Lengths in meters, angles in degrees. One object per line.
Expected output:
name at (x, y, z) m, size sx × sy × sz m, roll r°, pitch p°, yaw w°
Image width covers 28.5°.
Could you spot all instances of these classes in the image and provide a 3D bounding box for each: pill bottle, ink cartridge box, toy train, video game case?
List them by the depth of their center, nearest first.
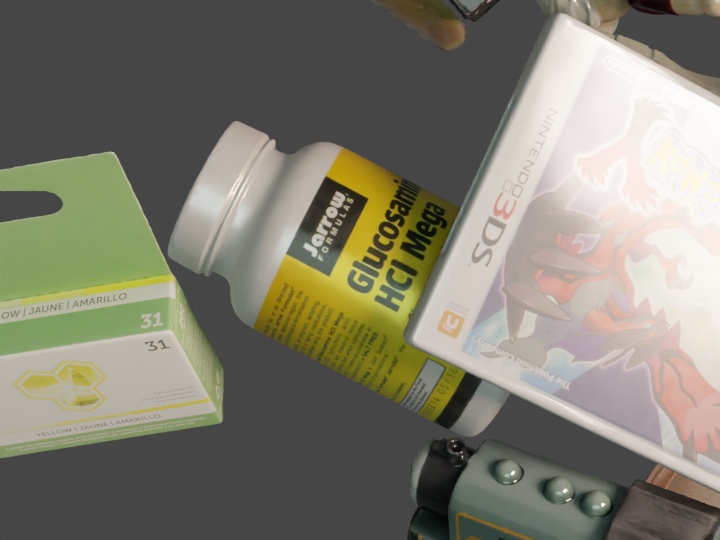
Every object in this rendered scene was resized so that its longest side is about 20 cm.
video game case at (0.146, -0.005, 0.728) m, size 0.199 × 0.023 × 0.184 m, roll 25°, pitch 89°, yaw -11°
ink cartridge box at (-0.170, 0.027, 0.780) m, size 0.144 × 0.048 × 0.201 m, roll -9°, pitch 144°, yaw 7°
toy train at (0.114, 0.155, 0.784) m, size 0.199 × 0.085 × 0.115 m, roll 19°, pitch 135°, yaw 26°
pill bottle at (0.000, 0.000, 0.785) m, size 0.199 × 0.112 × 0.113 m, roll 27°, pitch 102°, yaw 0°

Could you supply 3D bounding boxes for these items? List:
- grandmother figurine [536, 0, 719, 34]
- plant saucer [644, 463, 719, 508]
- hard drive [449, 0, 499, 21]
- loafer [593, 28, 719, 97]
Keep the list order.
grandmother figurine at (0.186, -0.160, 0.741) m, size 0.198 × 0.121 × 0.061 m, roll -5°, pitch 102°, yaw 31°
plant saucer at (0.252, 0.167, 0.834) m, size 0.198 × 0.034 × 0.202 m, roll 1°, pitch 100°, yaw 6°
hard drive at (0.095, -0.183, 0.700) m, size 0.140 × 0.200 × 0.038 m, roll -41°, pitch 93°, yaw 11°
loafer at (0.184, -0.070, 0.785) m, size 0.199 × 0.070 × 0.070 m, roll 25°, pitch 62°, yaw -10°
